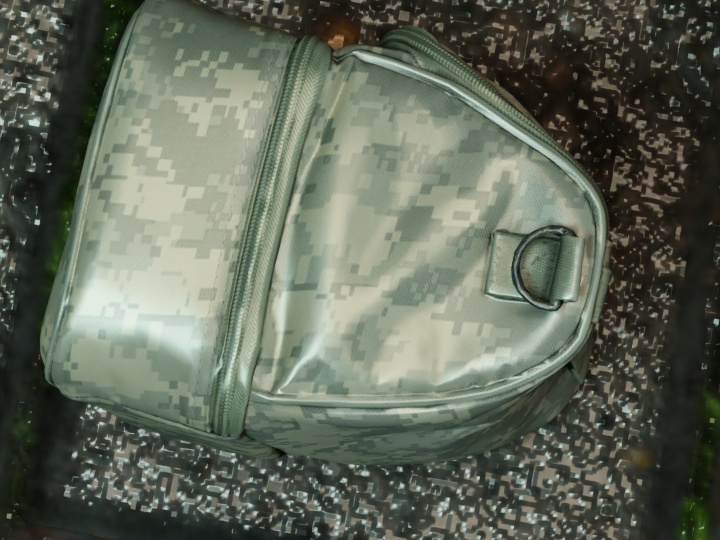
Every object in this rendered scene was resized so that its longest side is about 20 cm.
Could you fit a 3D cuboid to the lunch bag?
[{"bbox_3d":[0.000,0.000,0.768,0.166,0.200,0.141,15,82,5],"label":"lunch bag"}]
